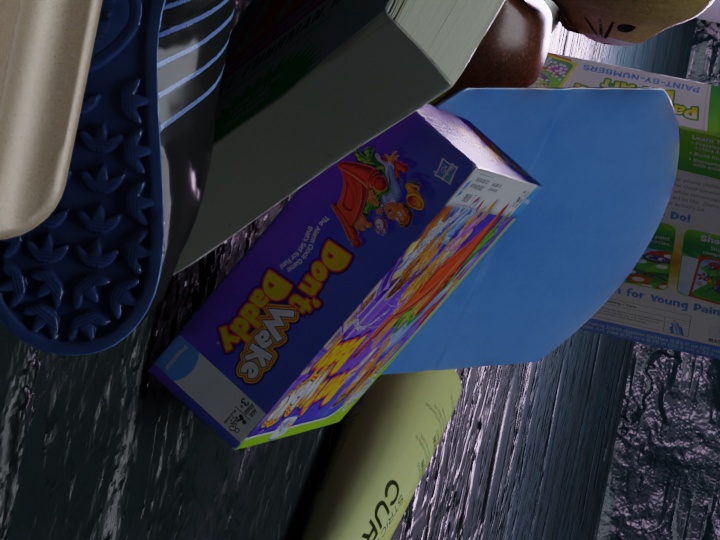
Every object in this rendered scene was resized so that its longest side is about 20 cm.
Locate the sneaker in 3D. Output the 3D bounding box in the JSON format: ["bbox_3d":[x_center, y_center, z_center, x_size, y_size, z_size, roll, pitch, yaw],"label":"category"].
[{"bbox_3d":[-0.067,-0.078,0.756,0.078,0.070,0.201,-106,-152,-84],"label":"sneaker"}]

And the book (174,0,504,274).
[{"bbox_3d":[-0.002,-0.087,0.956,0.133,0.048,0.200,-34,-162,32],"label":"book"}]

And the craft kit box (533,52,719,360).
[{"bbox_3d":[0.165,-0.037,1.689,0.198,0.199,0.049,91,15,-51],"label":"craft kit box"}]

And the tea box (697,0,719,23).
[{"bbox_3d":[0.452,-0.331,2.941,0.200,0.196,0.134,39,64,-78],"label":"tea box"}]

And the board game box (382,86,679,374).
[{"bbox_3d":[0.052,-0.028,1.253,0.199,0.039,0.159,-4,130,-39],"label":"board game box"}]

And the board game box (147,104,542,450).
[{"bbox_3d":[0.000,0.000,1.083,0.135,0.045,0.200,-49,172,7],"label":"board game box"}]

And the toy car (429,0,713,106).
[{"bbox_3d":[0.107,-0.129,1.253,0.164,0.199,0.159,-31,132,-76],"label":"toy car"}]

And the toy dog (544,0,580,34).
[{"bbox_3d":[0.098,-0.185,1.433,0.132,0.096,0.201,38,64,-79],"label":"toy dog"}]

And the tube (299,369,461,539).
[{"bbox_3d":[-0.003,0.124,1.376,0.058,0.052,0.200,49,45,-24],"label":"tube"}]

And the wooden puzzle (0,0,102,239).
[{"bbox_3d":[-0.102,-0.095,0.621,0.200,0.037,0.186,-8,110,-75],"label":"wooden puzzle"}]
